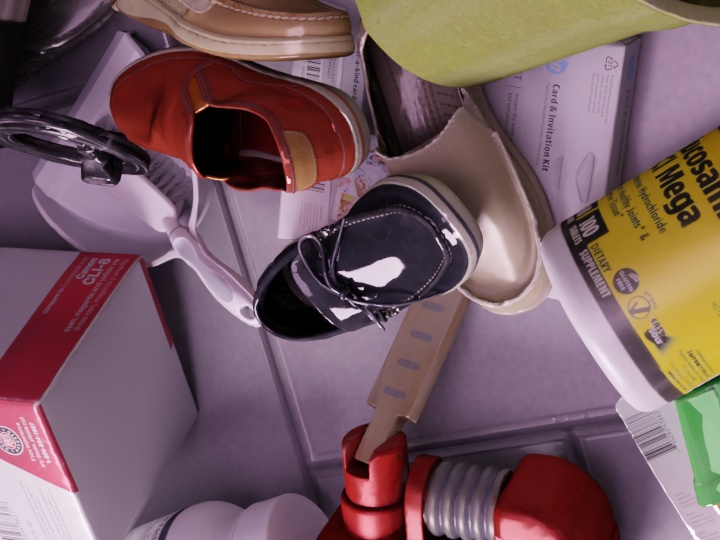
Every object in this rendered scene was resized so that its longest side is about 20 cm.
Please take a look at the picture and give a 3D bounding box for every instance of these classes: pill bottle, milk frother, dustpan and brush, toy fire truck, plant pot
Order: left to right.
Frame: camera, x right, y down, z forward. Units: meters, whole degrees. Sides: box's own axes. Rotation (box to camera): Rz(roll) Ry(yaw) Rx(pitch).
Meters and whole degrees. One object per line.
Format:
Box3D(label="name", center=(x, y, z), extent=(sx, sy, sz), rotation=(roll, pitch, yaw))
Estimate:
Box3D(label="milk frother", center=(-0.206, -0.160, 0.942), extent=(0.200, 0.181, 0.188), rotation=(12, 101, -10))
Box3D(label="dustpan and brush", center=(-0.124, -0.038, 1.024), extent=(0.200, 0.057, 0.140), rotation=(41, 116, 8))
Box3D(label="pill bottle", center=(-0.113, 0.219, 1.059), extent=(0.200, 0.120, 0.120), rotation=(-23, 94, 27))
Box3D(label="toy fire truck", center=(0.065, 0.125, 0.967), extent=(0.176, 0.129, 0.200), rotation=(5, 116, 22))
Box3D(label="plant pot", center=(0.089, -0.178, 0.787), extent=(0.190, 0.200, 0.200), rotation=(-26, 93, 56))
Box3D(label="pill bottle", center=(0.204, -0.021, 0.844), extent=(0.200, 0.112, 0.113), rotation=(-32, 90, 13))

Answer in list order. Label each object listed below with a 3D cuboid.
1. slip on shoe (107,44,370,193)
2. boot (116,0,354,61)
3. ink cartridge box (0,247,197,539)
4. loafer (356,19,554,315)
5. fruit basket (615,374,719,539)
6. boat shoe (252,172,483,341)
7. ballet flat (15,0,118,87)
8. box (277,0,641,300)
Box3D(label="slip on shoe", center=(-0.084, -0.084, 0.924), extent=(0.200, 0.061, 0.074), rotation=(17, 128, 42))
Box3D(label="boot", center=(-0.068, -0.205, 0.920), extent=(0.200, 0.073, 0.156), rotation=(28, 115, 49))
Box3D(label="ink cartridge box", center=(-0.236, 0.081, 1.039), extent=(0.200, 0.145, 0.145), rotation=(4, 131, 22))
Box3D(label="loafer", center=(0.045, -0.063, 0.893), extent=(0.076, 0.068, 0.200), rotation=(-23, 95, 28))
Box3D(label="fruit basket", center=(0.268, 0.117, 0.894), extent=(0.185, 0.094, 0.200), rotation=(-26, 108, 28))
Box3D(label="boat shoe", center=(0.000, 0.000, 0.900), extent=(0.075, 0.062, 0.200), rotation=(52, 149, -10))
Box3D(label="ballet flat", center=(-0.225, -0.153, 1.051), extent=(0.200, 0.057, 0.067), rotation=(-29, 82, 21))
Box3D(label="box", center=(0.053, -0.076, 0.947), extent=(0.200, 0.041, 0.156), rotation=(13, 110, 21))
